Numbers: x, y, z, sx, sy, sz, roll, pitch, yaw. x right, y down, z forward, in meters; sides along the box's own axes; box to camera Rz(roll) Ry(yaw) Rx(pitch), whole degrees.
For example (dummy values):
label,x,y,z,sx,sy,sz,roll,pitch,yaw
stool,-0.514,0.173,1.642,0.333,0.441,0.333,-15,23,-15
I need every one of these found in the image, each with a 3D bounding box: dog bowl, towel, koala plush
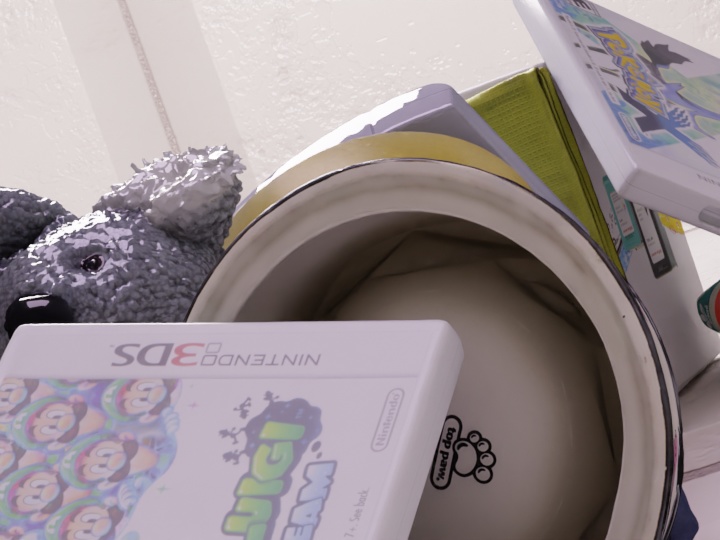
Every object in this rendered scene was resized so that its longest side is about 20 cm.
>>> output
label,x,y,z,sx,sy,sz,roll,pitch,yaw
dog bowl,0.030,0.061,0.793,0.199,0.202,0.074,-18,-9,25
towel,0.094,-0.001,1.149,0.086,0.202,0.018,-23,-11,24
koala plush,-0.135,0.022,0.961,0.198,0.179,0.184,-7,-7,21

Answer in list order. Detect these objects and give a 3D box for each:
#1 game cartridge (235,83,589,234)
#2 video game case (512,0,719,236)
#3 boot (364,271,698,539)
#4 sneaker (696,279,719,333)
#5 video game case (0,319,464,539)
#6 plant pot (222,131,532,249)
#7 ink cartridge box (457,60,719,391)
label,x,y,z,sx,sy,sz,roll,pitch,yaw
game cartridge,0.000,0.000,1.092,0.200,0.133,0.041,-38,31,16
video game case,0.185,-0.075,1.177,0.022,0.181,0.201,-57,30,25
boot,0.056,0.040,0.881,0.090,0.201,0.073,-21,-14,-14
sneaker,0.281,-0.010,1.262,0.199,0.071,0.093,-26,12,-28
video game case,-0.074,0.098,0.723,0.181,0.024,0.201,-1,48,26
plant pot,0.031,0.056,0.992,0.199,0.201,0.142,-21,33,-12
ink cartridge box,0.097,-0.010,1.260,0.146,0.202,0.146,-17,3,28
